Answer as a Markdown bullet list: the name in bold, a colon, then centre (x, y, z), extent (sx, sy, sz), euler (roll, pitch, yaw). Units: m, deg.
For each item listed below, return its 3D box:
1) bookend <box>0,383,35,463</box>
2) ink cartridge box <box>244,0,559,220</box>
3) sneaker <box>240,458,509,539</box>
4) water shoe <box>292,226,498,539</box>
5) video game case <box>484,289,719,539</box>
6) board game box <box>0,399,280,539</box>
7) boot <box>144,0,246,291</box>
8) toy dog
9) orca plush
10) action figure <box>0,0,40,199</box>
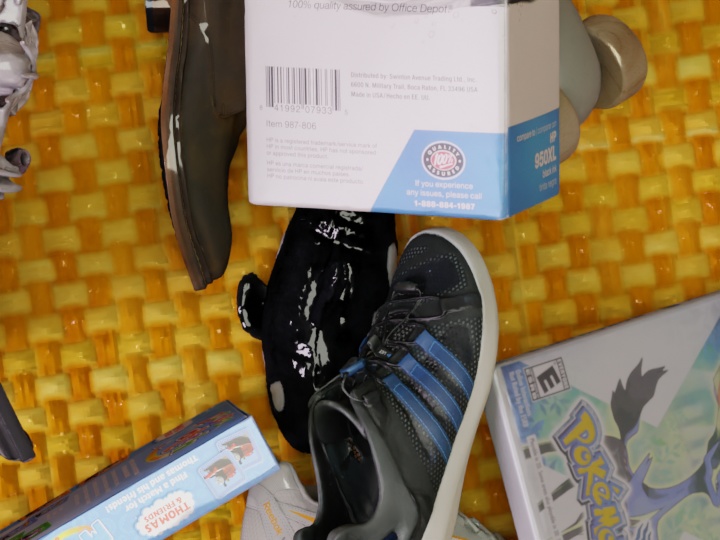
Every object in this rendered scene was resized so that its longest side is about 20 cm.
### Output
- **bookend**: centre (-0.284, 0.075, 1.318), extent (0.198, 0.200, 0.092), euler (-29, 109, -14)
- **ink cartridge box**: centre (0.022, -0.133, 1.352), extent (0.144, 0.084, 0.201), euler (5, 102, 25)
- **sneaker**: centre (0.032, 0.141, 1.434), extent (0.199, 0.076, 0.092), euler (4, 92, -8)
- **water shoe**: centre (0.017, 0.065, 1.376), extent (0.079, 0.071, 0.201), euler (23, 66, -38)
- **video game case**: centre (0.163, 0.125, 1.443), extent (0.182, 0.022, 0.201), euler (-16, 91, -30)
- **board game box**: centre (-0.140, 0.132, 1.376), extent (0.200, 0.151, 0.037), euler (-31, 94, -6)
- **boot**: centre (-0.061, -0.093, 1.427), extent (0.096, 0.075, 0.201), euler (-6, 88, -4)
- **toy dog**: centre (0.066, -0.142, 1.436), extent (0.132, 0.096, 0.201), euler (-10, 80, -39)
- **orca plush**: centre (0.000, 0.000, 1.434), extent (0.105, 0.071, 0.201), euler (28, 86, -6)
- **action figure**: centre (-0.184, -0.106, 1.346), extent (0.069, 0.200, 0.131), euler (21, 91, -18)
